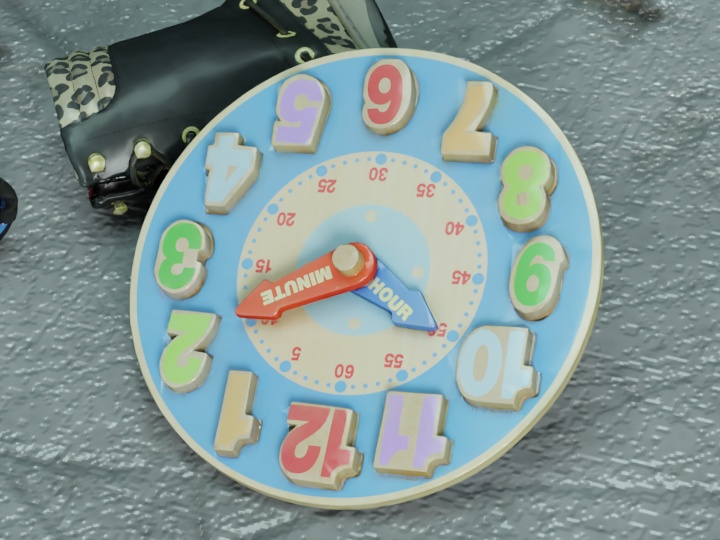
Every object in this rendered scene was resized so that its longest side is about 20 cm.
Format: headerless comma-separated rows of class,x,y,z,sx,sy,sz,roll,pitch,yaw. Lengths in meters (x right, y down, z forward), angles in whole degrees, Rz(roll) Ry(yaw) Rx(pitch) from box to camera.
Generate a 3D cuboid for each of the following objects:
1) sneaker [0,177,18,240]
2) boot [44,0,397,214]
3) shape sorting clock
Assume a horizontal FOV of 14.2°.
sneaker,-0.191,-0.061,1.305,0.112,0.073,0.200,16,53,18
boot,-0.046,-0.048,1.275,0.153,0.074,0.204,-20,50,-4
shape sorting clock,0.000,0.000,1.180,0.200,0.039,0.200,-5,72,15
